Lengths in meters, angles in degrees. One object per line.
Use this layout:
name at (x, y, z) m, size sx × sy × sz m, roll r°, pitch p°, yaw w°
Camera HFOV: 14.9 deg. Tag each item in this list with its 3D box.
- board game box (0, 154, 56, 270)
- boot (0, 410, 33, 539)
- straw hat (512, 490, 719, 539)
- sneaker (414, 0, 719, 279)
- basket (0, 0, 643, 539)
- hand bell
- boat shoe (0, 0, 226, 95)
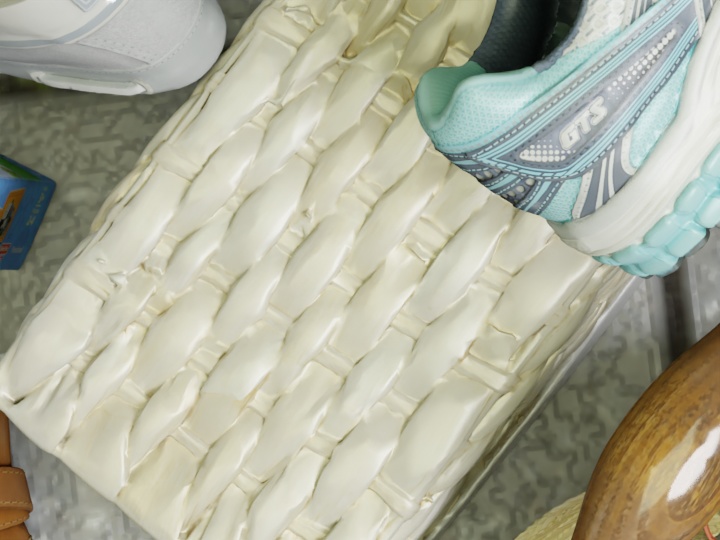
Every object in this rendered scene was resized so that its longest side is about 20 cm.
board game box at (-0.180, -0.045, 0.785) m, size 0.151 × 0.200 × 0.037 m, roll 26°, pitch 94°, yaw 5°
boot at (-0.193, 0.112, 0.850) m, size 0.200 × 0.074 × 0.155 m, roll -6°, pitch 91°, yaw -8°
straw hat at (0.118, 0.072, 0.804) m, size 0.201 × 0.201 × 0.085 m, roll -9°, pitch 50°, yaw 7°
sneaker at (0.077, -0.103, 0.666) m, size 0.086 × 0.078 × 0.200 m, roll 22°, pitch 85°, yaw -21°
basket at (0.000, 0.000, 0.804) m, size 0.136 × 0.123 × 0.200 m, roll 38°, pitch 95°, yaw 4°
hand bell at (0.113, -0.002, 0.684) m, size 0.104 × 0.104 × 0.200 m, roll 35°, pitch 87°, yaw 5°
boat shoe at (-0.108, -0.088, 0.809) m, size 0.069 × 0.200 × 0.072 m, roll 41°, pitch 69°, yaw -35°
